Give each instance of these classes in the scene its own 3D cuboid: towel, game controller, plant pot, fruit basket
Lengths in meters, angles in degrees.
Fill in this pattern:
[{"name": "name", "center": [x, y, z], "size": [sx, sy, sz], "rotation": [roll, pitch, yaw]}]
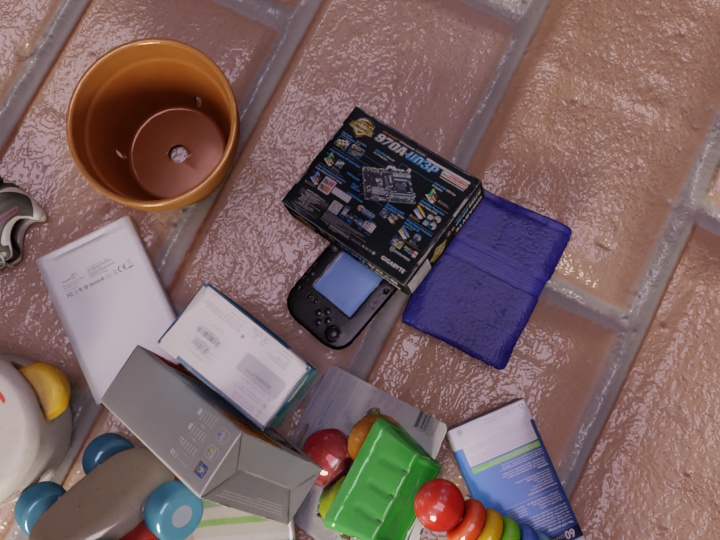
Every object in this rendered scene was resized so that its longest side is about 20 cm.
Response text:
[{"name": "towel", "center": [0.156, 0.007, 1.008], "size": [0.147, 0.050, 0.201], "rotation": [26, 83, 12]}, {"name": "towel", "center": [-0.132, 0.342, 0.938], "size": [0.152, 0.023, 0.201], "rotation": [-14, 79, 28]}, {"name": "game controller", "center": [0.000, 0.000, 1.011], "size": [0.104, 0.042, 0.200], "rotation": [40, 83, 6]}, {"name": "plant pot", "center": [-0.238, -0.160, 0.991], "size": [0.199, 0.140, 0.202], "rotation": [0, 80, 1]}, {"name": "fruit basket", "center": [-0.009, 0.226, 0.937], "size": [0.199, 0.094, 0.186], "rotation": [19, 77, 48]}]

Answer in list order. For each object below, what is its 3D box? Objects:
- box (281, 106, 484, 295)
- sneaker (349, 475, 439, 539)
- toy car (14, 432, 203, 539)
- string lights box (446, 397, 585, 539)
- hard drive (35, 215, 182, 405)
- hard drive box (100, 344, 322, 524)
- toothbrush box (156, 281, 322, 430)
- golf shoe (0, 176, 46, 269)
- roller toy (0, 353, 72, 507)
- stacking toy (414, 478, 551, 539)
[{"name": "box", "center": [0.026, -0.089, 0.996], "size": [0.199, 0.046, 0.159], "rotation": [34, 81, 21]}, {"name": "sneaker", "center": [0.031, 0.307, 0.950], "size": [0.080, 0.076, 0.201], "rotation": [23, 81, 14]}, {"name": "toy car", "center": [-0.263, 0.324, 0.929], "size": [0.177, 0.184, 0.201], "rotation": [-38, 126, -31]}, {"name": "string lights box", "center": [0.185, 0.264, 0.958], "size": [0.102, 0.059, 0.201], "rotation": [-22, 82, -3]}, {"name": "hard drive", "center": [-0.308, 0.048, 1.016], "size": [0.131, 0.026, 0.201], "rotation": [-26, 82, -3]}, {"name": "hard drive box", "center": [-0.164, 0.180, 0.887], "size": [0.199, 0.156, 0.077], "rotation": [27, 81, 38]}, {"name": "toothbrush box", "center": [-0.127, 0.101, 0.918], "size": [0.146, 0.200, 0.085], "rotation": [38, 84, 5]}, {"name": "golf shoe", "center": [-0.479, -0.019, 1.007], "size": [0.088, 0.077, 0.201], "rotation": [30, 83, -2]}, {"name": "roller toy", "center": [-0.442, 0.187, 0.939], "size": [0.199, 0.140, 0.184], "rotation": [10, 82, 2]}, {"name": "stacking toy", "center": [0.144, 0.288, 0.861], "size": [0.200, 0.085, 0.086], "rotation": [37, 83, -9]}]
